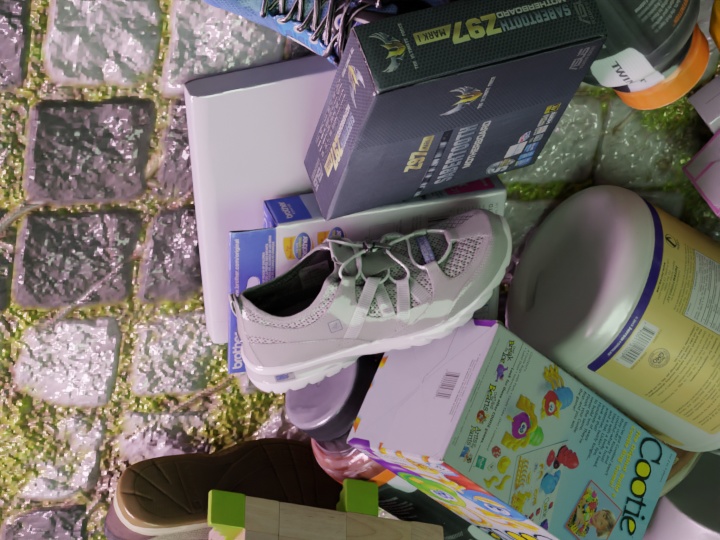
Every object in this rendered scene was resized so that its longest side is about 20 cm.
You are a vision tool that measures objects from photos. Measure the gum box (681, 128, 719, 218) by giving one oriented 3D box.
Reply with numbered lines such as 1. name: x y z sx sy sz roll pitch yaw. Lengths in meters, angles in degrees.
1. gum box: 0.330 -0.090 1.702 0.113 0.066 0.200 35 106 -34

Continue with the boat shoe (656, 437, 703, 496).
1. boat shoe: 0.196 0.136 1.825 0.200 0.076 0.072 -49 139 -14

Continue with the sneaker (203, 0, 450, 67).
1. sneaker: -0.018 -0.173 1.542 0.199 0.089 0.079 11 118 -28

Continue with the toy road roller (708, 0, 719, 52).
1. toy road roller: 0.284 -0.201 1.572 0.122 0.201 0.146 -25 165 -3

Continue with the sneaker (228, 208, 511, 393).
1. sneaker: 0.007 0.009 1.604 0.199 0.075 0.082 -27 131 -3

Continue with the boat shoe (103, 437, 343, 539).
1. boat shoe: -0.095 0.168 1.769 0.200 0.072 0.066 -1 152 -33

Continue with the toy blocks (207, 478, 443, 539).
1. toy blocks: -0.037 0.217 1.728 0.199 0.101 0.137 11 151 -21

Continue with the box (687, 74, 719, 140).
1. box: 0.349 -0.100 1.771 0.156 0.041 0.200 -37 127 5

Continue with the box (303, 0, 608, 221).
1. box: 0.056 -0.107 1.549 0.157 0.051 0.200 -14 161 -17

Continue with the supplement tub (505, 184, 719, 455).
1. supplement tub: 0.219 0.042 1.738 0.199 0.146 0.146 28 110 -27

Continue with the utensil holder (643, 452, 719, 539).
1. utensil holder: 0.285 0.248 1.910 0.169 0.170 0.201 -4 123 -19

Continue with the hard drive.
1. hard drive: -0.047 -0.050 1.656 0.131 0.027 0.201 -13 127 -14

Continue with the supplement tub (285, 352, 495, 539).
1. supplement tub: 0.037 0.124 1.761 0.107 0.107 0.200 -46 127 13

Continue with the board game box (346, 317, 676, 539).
1. board game box: 0.106 0.122 1.682 0.200 0.103 0.105 36 71 -35

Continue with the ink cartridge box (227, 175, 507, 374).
1. ink cartridge box: 0.000 0.000 1.668 0.199 0.042 0.120 -11 126 -19

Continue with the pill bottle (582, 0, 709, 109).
1. pill bottle: 0.153 -0.192 1.586 0.106 0.106 0.200 -38 128 7
